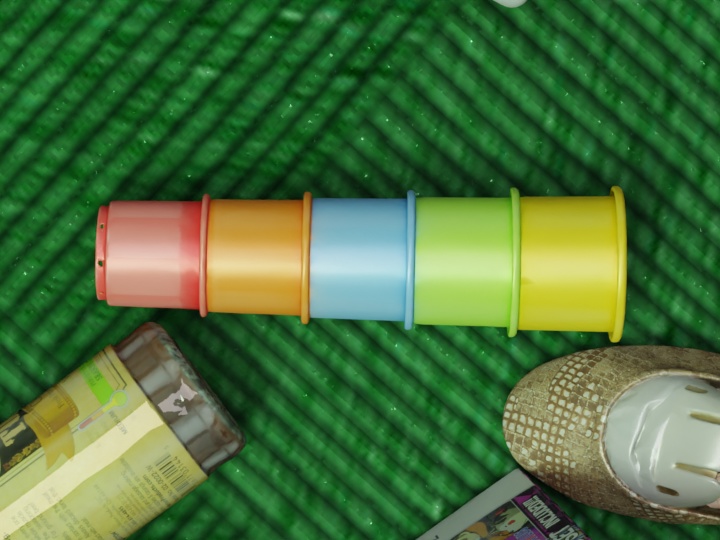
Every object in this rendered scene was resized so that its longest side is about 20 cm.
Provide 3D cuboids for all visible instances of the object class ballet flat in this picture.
[{"bbox_3d":[0.154,0.068,1.078,0.200,0.065,0.071,9,86,-2],"label":"ballet flat"}]

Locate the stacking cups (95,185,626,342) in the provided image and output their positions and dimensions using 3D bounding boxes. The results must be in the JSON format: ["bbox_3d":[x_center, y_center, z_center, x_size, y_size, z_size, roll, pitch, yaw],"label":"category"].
[{"bbox_3d":[0.000,0.000,1.080,0.200,0.061,0.061,-1,88,0],"label":"stacking cups"}]

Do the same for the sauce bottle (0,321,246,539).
[{"bbox_3d":[-0.139,0.099,1.066,0.200,0.065,0.065,-36,89,-5],"label":"sauce bottle"}]

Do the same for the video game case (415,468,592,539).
[{"bbox_3d":[0.015,0.156,1.002,0.181,0.200,0.036,-35,104,-2],"label":"video game case"}]

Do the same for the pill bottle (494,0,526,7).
[{"bbox_3d":[0.003,-0.194,1.061,0.200,0.111,0.111,32,87,0],"label":"pill bottle"}]
